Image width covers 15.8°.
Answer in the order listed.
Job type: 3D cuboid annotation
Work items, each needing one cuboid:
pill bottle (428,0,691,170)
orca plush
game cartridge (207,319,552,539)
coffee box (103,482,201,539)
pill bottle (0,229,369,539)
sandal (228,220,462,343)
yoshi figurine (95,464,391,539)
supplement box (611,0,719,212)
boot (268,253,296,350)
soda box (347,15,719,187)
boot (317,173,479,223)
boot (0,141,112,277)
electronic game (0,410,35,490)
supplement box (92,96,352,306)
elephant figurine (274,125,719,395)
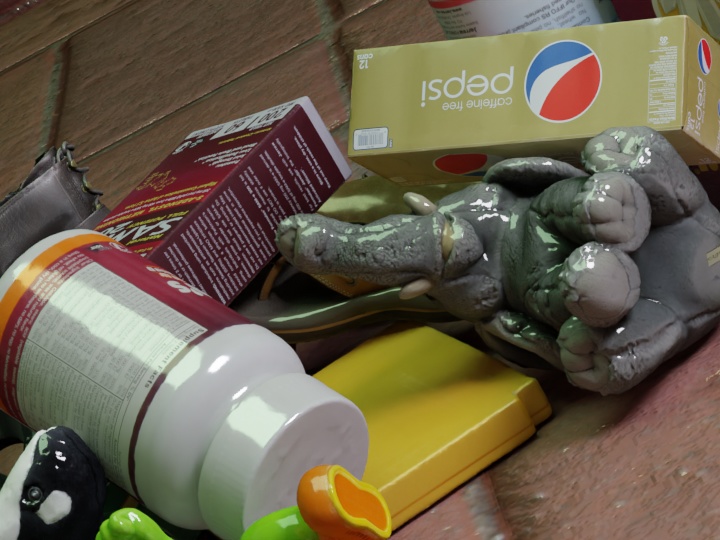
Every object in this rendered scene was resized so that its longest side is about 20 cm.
[{"bbox_3d":[0.124,-0.109,1.502,0.108,0.201,0.109,-26,17,9],"label":"pill bottle"},{"bbox_3d":[-0.165,0.180,1.302,0.201,0.071,0.105,-60,-25,9],"label":"orca plush"},{"bbox_3d":[-0.004,0.098,1.415,0.176,0.033,0.200,-33,20,-12],"label":"game cartridge"},{"bbox_3d":[-0.132,0.106,1.473,0.200,0.044,0.123,-15,40,56],"label":"coffee box"},{"bbox_3d":[-0.097,0.064,1.327,0.199,0.110,0.109,29,54,35],"label":"pill bottle"},{"bbox_3d":[0.000,0.000,1.511,0.199,0.055,0.082,-4,25,22],"label":"sandal"},{"bbox_3d":[-0.082,0.165,1.218,0.199,0.112,0.113,-25,24,24],"label":"yoshi figurine"},{"bbox_3d":[0.227,-0.140,1.428,0.131,0.201,0.103,-8,26,50],"label":"supplement box"},{"bbox_3d":[-0.122,0.029,1.622,0.199,0.073,0.145,-4,49,25],"label":"boot"},{"bbox_3d":[0.096,-0.089,1.403,0.199,0.064,0.068,-3,-14,28],"label":"soda box"},{"bbox_3d":[0.006,-0.031,1.636,0.199,0.074,0.076,7,53,35],"label":"boot"},{"bbox_3d":[-0.150,-0.009,1.684,0.200,0.175,0.069,-36,4,-21],"label":"boot"},{"bbox_3d":[-0.219,0.151,1.467,0.200,0.042,0.201,-40,32,31],"label":"electronic game"},{"bbox_3d":[-0.104,-0.018,1.529,0.108,0.061,0.200,-14,25,42],"label":"supplement box"},{"bbox_3d":[0.087,-0.009,1.367,0.199,0.155,0.142,-1,42,46],"label":"elephant figurine"}]
